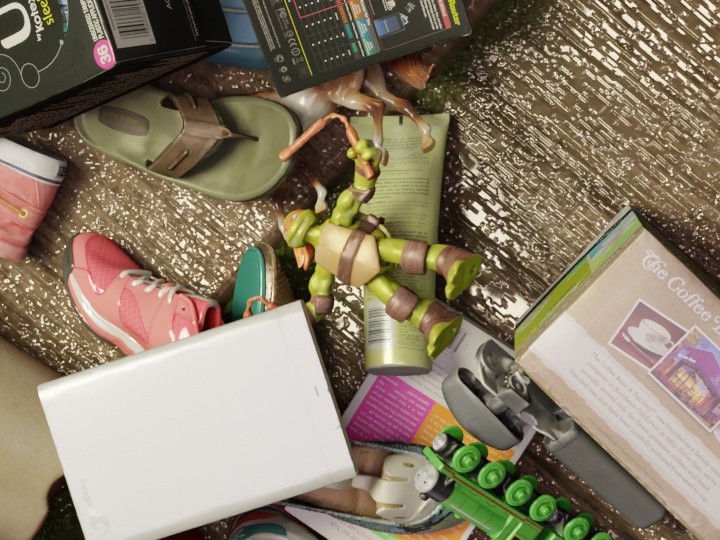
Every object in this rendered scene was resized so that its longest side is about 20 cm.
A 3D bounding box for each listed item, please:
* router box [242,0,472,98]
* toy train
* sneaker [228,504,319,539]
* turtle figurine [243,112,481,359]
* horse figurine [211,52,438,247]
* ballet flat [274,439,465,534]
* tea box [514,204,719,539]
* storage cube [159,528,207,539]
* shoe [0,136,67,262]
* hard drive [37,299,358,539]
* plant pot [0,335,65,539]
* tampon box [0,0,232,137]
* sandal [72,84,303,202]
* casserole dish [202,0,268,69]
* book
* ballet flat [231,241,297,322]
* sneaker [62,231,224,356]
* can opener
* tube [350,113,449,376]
[{"bbox_3d":[-0.020,-0.238,1.312,0.150,0.062,0.200,-18,122,3],"label":"router box"},{"bbox_3d":[0.113,0.178,1.388,0.200,0.042,0.056,34,98,-35],"label":"toy train"},{"bbox_3d":[-0.020,0.254,1.426,0.200,0.093,0.070,35,98,0],"label":"sneaker"},{"bbox_3d":[0.000,0.000,1.349,0.161,0.064,0.200,28,105,20],"label":"turtle figurine"},{"bbox_3d":[-0.029,-0.114,1.400,0.200,0.050,0.133,-35,69,16],"label":"horse figurine"},{"bbox_3d":[-0.004,0.157,1.374,0.200,0.074,0.074,7,97,-3],"label":"ballet flat"},{"bbox_3d":[0.224,0.072,1.335,0.200,0.197,0.134,44,97,0],"label":"tea box"},{"bbox_3d":[-0.155,0.313,1.400,0.171,0.180,0.200,-43,90,8],"label":"storage cube"},{"bbox_3d":[-0.331,-0.081,1.425,0.200,0.071,0.091,24,95,-1],"label":"shoe"},{"bbox_3d":[-0.116,0.114,1.332,0.200,0.026,0.132,-18,90,4],"label":"hard drive"},{"bbox_3d":[-0.308,0.115,1.400,0.183,0.200,0.200,26,98,-11],"label":"plant pot"},{"bbox_3d":[-0.221,-0.192,1.332,0.200,0.126,0.150,-18,90,38],"label":"tampon box"},{"bbox_3d":[-0.136,-0.099,1.388,0.201,0.057,0.080,11,92,23],"label":"sandal"},{"bbox_3d":[-0.123,-0.220,1.411,0.200,0.039,0.121,11,98,2],"label":"casserole dish"},{"bbox_3d":[0.049,0.134,1.433,0.134,0.048,0.200,33,96,1],"label":"book"},{"bbox_3d":[-0.070,0.078,1.435,0.065,0.071,0.200,6,100,-24],"label":"ballet flat"},{"bbox_3d":[-0.143,0.036,1.399,0.087,0.074,0.200,-47,71,25],"label":"sneaker"},{"bbox_3d":[0.145,0.128,1.396,0.067,0.053,0.200,-36,115,29],"label":"can opener"},{"bbox_3d":[0.031,-0.022,1.403,0.058,0.052,0.200,7,76,-31],"label":"tube"}]
